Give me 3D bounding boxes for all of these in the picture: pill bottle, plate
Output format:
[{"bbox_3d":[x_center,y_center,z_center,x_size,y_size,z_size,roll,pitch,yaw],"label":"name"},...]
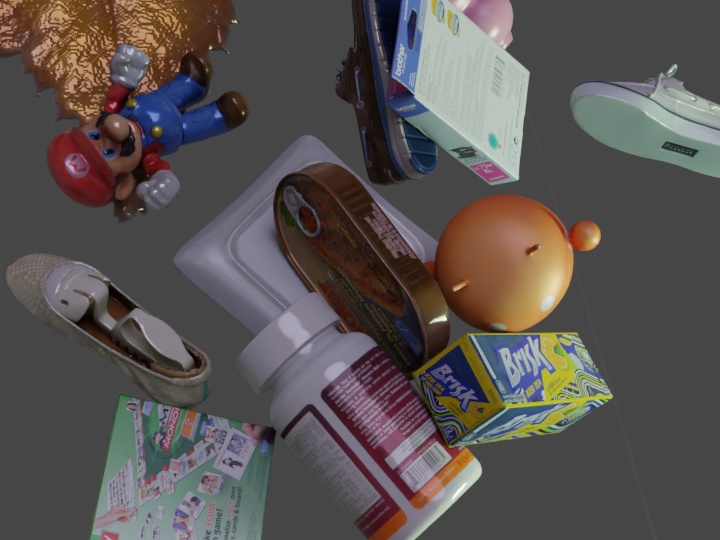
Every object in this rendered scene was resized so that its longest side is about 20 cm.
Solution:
[{"bbox_3d":[-0.004,0.122,1.179,0.109,0.110,0.200,-37,81,-31],"label":"pill bottle"},{"bbox_3d":[-0.031,-0.011,1.296,0.199,0.032,0.200,40,58,7],"label":"plate"}]

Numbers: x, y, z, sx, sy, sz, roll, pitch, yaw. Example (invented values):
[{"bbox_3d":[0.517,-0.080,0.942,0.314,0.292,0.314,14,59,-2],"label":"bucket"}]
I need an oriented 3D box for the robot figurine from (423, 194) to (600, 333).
[{"bbox_3d":[0.122,-0.006,1.248,0.142,0.200,0.118,19,96,9],"label":"robot figurine"}]

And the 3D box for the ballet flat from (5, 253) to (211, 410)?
[{"bbox_3d":[-0.201,0.037,1.197,0.199,0.063,0.068,34,53,3],"label":"ballet flat"}]

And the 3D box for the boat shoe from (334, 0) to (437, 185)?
[{"bbox_3d":[0.012,-0.177,1.359,0.072,0.072,0.203,9,68,-54],"label":"boat shoe"}]

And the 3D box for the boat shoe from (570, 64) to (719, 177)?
[{"bbox_3d":[0.303,-0.165,1.463,0.199,0.075,0.087,16,59,-11],"label":"boat shoe"}]

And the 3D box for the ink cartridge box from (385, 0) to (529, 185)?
[{"bbox_3d":[0.084,-0.176,1.350,0.199,0.042,0.121,33,57,-44],"label":"ink cartridge box"}]

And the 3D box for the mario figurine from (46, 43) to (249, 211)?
[{"bbox_3d":[-0.184,-0.126,1.264,0.122,0.107,0.199,19,41,35],"label":"mario figurine"}]

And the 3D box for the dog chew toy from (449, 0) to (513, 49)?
[{"bbox_3d":[0.067,-0.283,1.431,0.200,0.125,0.125,42,58,-2],"label":"dog chew toy"}]

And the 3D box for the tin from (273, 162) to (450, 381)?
[{"bbox_3d":[0.000,0.000,1.217,0.042,0.112,0.201,-26,74,-38],"label":"tin"}]

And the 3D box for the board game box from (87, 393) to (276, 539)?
[{"bbox_3d":[-0.144,0.205,1.141,0.133,0.029,0.202,13,59,-10],"label":"board game box"}]

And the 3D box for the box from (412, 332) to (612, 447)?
[{"bbox_3d":[0.129,0.096,1.211,0.199,0.064,0.071,2,55,-56],"label":"box"}]
